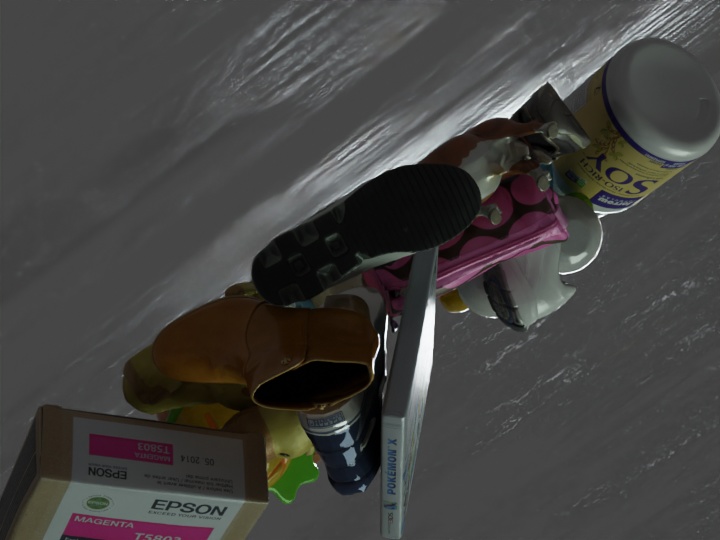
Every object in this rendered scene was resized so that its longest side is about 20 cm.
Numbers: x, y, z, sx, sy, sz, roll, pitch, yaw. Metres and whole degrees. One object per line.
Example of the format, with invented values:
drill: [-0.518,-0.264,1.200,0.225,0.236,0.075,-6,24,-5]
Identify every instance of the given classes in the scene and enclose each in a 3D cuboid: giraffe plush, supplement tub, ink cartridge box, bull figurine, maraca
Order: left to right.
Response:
ink cartridge box: [-0.199,0.202,1.206,0.200,0.075,0.165,11,137,-21]
maraca: [-0.114,0.174,1.420,0.200,0.107,0.137,16,94,-39]
giraffe plush: [-0.098,0.109,1.280,0.200,0.162,0.173,-36,175,14]
bull figurine: [0.090,-0.078,1.260,0.200,0.065,0.121,-41,-149,-28]
supplement tub: [0.292,-0.152,1.566,0.145,0.145,0.200,-32,174,-33]

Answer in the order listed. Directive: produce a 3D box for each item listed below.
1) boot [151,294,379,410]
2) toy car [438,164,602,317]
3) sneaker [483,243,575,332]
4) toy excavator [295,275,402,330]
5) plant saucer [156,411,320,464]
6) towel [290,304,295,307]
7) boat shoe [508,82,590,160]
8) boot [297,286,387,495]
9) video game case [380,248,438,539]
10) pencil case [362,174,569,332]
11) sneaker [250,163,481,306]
boot: [-0.084,0.072,1.126,0.201,0.071,0.144,-12,-161,7]
toy car: [0.154,-0.048,1.531,0.200,0.150,0.175,-32,-172,-5]
sneaker: [0.154,-0.041,1.416,0.087,0.200,0.075,-24,-165,-16]
toy excavator: [0.000,0.000,1.463,0.194,0.100,0.200,-34,-171,-24]
plant saucer: [-0.132,0.166,1.594,0.200,0.200,0.032,-26,136,-64]
towel: [-0.142,0.081,1.565,0.147,0.024,0.200,-41,175,29]
boat shoe: [0.182,-0.135,1.402,0.073,0.075,0.200,-36,174,10]
boot: [-0.010,0.101,1.210,0.073,0.090,0.200,-7,-150,17]
video game case: [0.042,0.100,1.211,0.182,0.022,0.200,90,10,-48]
pencil case: [0.099,-0.025,1.318,0.200,0.091,0.094,-26,-164,-3]
sneaker: [0.002,-0.034,1.166,0.200,0.074,0.089,-22,-178,-1]
